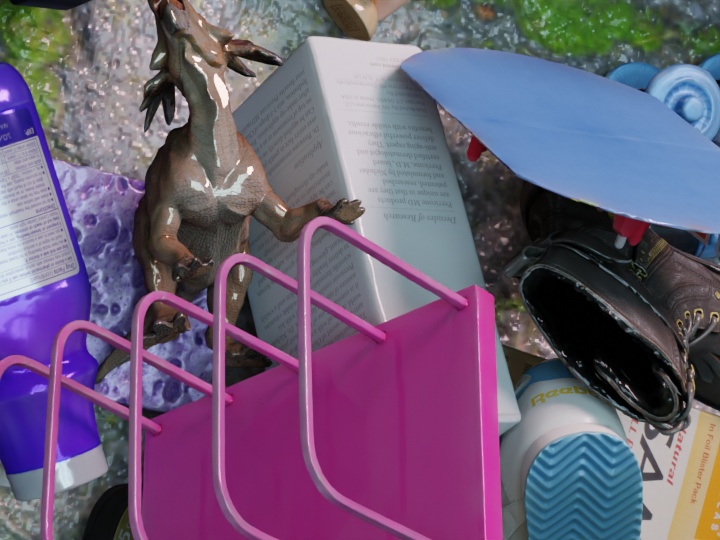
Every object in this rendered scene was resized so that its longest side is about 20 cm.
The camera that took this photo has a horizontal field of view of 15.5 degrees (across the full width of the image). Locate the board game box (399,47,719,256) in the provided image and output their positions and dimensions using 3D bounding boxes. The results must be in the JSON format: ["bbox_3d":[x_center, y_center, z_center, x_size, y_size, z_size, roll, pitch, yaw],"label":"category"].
[{"bbox_3d":[0.105,-0.047,1.256,0.157,0.200,0.039,5,115,-31],"label":"board game box"}]

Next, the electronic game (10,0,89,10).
[{"bbox_3d":[-0.081,-0.182,1.237,0.200,0.200,0.042,-36,104,-16],"label":"electronic game"}]

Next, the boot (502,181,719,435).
[{"bbox_3d":[0.142,0.036,1.277,0.200,0.174,0.069,38,108,-12],"label":"boot"}]

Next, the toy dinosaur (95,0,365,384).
[{"bbox_3d":[-0.078,-0.038,1.256,0.086,0.200,0.136,-2,49,-30],"label":"toy dinosaur"}]

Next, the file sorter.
[{"bbox_3d":[-0.056,0.079,1.138,0.125,0.200,0.139,31,47,-42],"label":"file sorter"}]

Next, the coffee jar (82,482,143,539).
[{"bbox_3d":[-0.052,0.159,1.248,0.085,0.200,0.105,16,83,-44],"label":"coffee jar"}]

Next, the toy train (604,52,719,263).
[{"bbox_3d":[0.208,-0.058,1.399,0.199,0.087,0.115,-8,98,-19],"label":"toy train"}]

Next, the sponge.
[{"bbox_3d":[-0.163,-0.001,1.297,0.199,0.030,0.112,13,85,-19],"label":"sponge"}]

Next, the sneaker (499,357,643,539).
[{"bbox_3d":[0.095,0.137,1.278,0.076,0.081,0.201,1,124,-10],"label":"sneaker"}]

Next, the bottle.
[{"bbox_3d":[-0.169,0.006,1.245,0.083,0.065,0.201,-19,96,-16],"label":"bottle"}]

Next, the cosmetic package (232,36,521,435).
[{"bbox_3d":[0.000,0.000,1.272,0.071,0.101,0.201,3,63,-34],"label":"cosmetic package"}]

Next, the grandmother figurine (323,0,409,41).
[{"bbox_3d":[0.061,-0.199,1.364,0.200,0.061,0.121,-40,110,-13],"label":"grandmother figurine"}]

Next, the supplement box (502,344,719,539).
[{"bbox_3d":[0.097,0.113,1.362,0.199,0.073,0.127,17,85,-18],"label":"supplement box"}]
